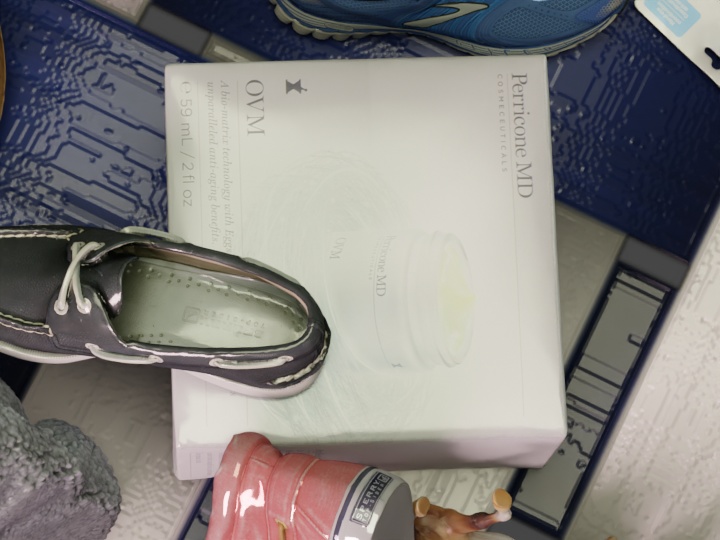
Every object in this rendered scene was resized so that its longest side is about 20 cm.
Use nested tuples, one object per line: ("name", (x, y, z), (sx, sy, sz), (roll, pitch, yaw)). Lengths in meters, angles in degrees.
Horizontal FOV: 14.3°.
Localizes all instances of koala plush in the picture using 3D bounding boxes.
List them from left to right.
("koala plush", (-0.246, 0.072, 1.446), (0.177, 0.184, 0.200), (-34, 70, -9))

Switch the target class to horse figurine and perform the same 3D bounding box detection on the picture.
("horse figurine", (0.077, 0.151, 1.470), (0.200, 0.133, 0.050), (23, 68, -11))

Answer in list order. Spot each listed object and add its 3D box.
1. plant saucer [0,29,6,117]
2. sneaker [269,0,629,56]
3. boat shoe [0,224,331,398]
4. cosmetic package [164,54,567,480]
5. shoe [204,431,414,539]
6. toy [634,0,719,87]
("plant saucer", (-0.289, -0.105, 1.516), (0.200, 0.035, 0.201), (0, 91, -1))
("sneaker", (0.050, -0.159, 1.537), (0.200, 0.089, 0.079), (-1, 79, -3))
("boat shoe", (-0.112, 0.010, 1.387), (0.200, 0.060, 0.076), (8, 71, 1))
("cosmetic package", (0.000, 0.000, 1.487), (0.200, 0.123, 0.200), (-2, 79, -4))
("shoe", (-0.024, 0.157, 1.432), (0.091, 0.200, 0.072), (19, 52, 19))
("toy", (0.261, -0.180, 1.572), (0.200, 0.047, 0.115), (-44, 82, -10))
